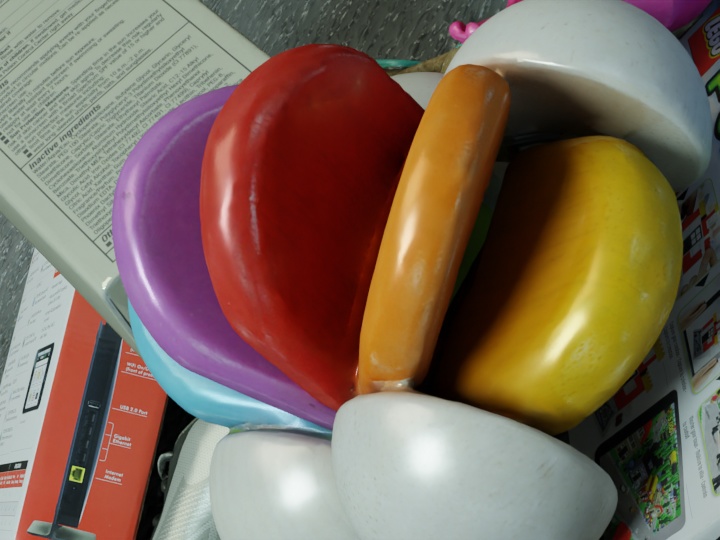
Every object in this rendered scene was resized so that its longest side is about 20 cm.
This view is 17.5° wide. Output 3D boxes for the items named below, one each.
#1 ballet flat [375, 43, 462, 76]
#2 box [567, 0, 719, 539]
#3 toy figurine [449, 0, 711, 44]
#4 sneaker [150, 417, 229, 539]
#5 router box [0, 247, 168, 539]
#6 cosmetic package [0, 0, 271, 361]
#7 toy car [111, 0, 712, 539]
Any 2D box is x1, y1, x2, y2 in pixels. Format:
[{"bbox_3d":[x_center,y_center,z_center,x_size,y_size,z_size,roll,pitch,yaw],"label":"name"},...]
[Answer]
[{"bbox_3d":[0.040,-0.051,0.887,0.199,0.067,0.073,-9,74,56],"label":"ballet flat"},{"bbox_3d":[0.106,0.009,0.704,0.110,0.035,0.201,-46,28,30],"label":"box"},{"bbox_3d":[0.045,-0.151,0.757,0.150,0.184,0.201,-34,-24,-32],"label":"toy figurine"},{"bbox_3d":[-0.046,0.100,0.830,0.079,0.074,0.201,35,90,29],"label":"sneaker"},{"bbox_3d":[-0.119,0.037,1.005,0.200,0.048,0.181,161,123,-74],"label":"router box"},{"bbox_3d":[-0.091,-0.053,0.858,0.103,0.073,0.200,-41,46,-7],"label":"cosmetic package"},{"bbox_3d":[0.000,0.000,0.696,0.200,0.149,0.176,-22,47,60],"label":"toy car"}]
